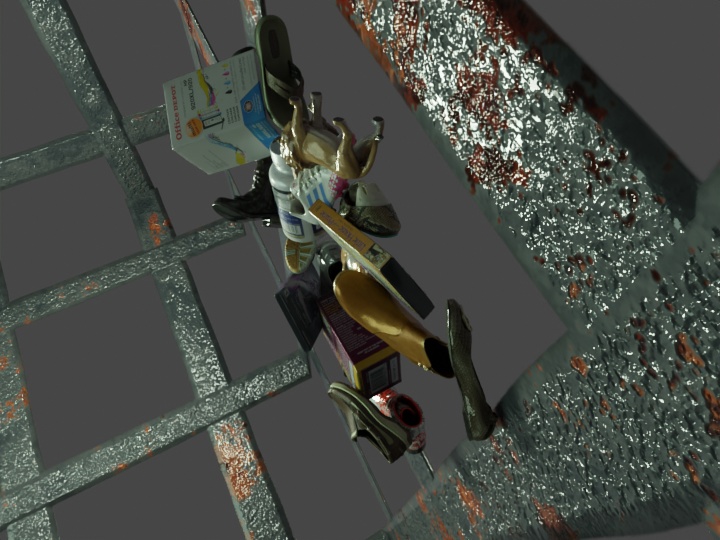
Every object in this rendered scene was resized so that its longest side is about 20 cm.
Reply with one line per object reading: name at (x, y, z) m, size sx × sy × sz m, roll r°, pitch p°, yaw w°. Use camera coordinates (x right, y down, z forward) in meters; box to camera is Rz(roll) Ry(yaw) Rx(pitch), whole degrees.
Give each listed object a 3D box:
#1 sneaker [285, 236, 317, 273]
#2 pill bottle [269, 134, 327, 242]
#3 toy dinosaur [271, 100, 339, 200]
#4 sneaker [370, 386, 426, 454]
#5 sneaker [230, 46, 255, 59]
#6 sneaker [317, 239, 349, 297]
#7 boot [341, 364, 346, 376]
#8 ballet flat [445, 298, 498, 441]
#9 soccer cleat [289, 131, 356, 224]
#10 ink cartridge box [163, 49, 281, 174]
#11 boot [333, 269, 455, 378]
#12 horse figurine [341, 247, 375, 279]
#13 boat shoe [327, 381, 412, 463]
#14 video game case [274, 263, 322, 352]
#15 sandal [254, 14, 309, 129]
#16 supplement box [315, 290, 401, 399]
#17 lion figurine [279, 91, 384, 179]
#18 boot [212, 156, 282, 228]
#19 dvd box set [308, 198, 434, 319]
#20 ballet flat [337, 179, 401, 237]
sneaker at (-0.120, -0.074, 1.223) m, size 0.088 × 0.074 × 0.203 m, roll 67°, pitch -158°, yaw -58°
pill bottle at (-0.120, -0.166, 1.077) m, size 0.111 × 0.109 × 0.202 m, roll 53°, pitch 160°, yaw 42°
toy dinosaur at (-0.072, -0.197, 0.916) m, size 0.136 × 0.086 × 0.199 m, roll 47°, pitch 146°, yaw -12°
sneaker at (0.072, 0.276, 1.132) m, size 0.202 × 0.066 × 0.109 m, roll 50°, pitch 157°, yaw 40°
sneaker at (-0.221, -0.397, 1.201) m, size 0.117 × 0.074 × 0.200 m, roll 60°, pitch 174°, yaw 10°
sneaker at (-0.055, 0.036, 1.199) m, size 0.082 × 0.073 × 0.203 m, roll -125°, pitch 19°, yaw -56°
boot at (-0.033, 0.163, 1.366) m, size 0.132 × 0.069 × 0.203 m, roll -122°, pitch 28°, yaw -42°
ballet flat at (0.145, 0.131, 0.706) m, size 0.067 × 0.045 × 0.204 m, roll -54°, pitch -48°, yaw -71°
soccer cleat at (-0.066, -0.144, 0.867) m, size 0.201 × 0.085 × 0.071 m, roll 119°, pitch 158°, yaw -51°
ink cartridge box at (-0.260, -0.305, 1.068) m, size 0.145 × 0.196 × 0.150 m, roll 36°, pitch -139°, yaw -73°
boot at (0.057, 0.078, 0.802) m, size 0.201 × 0.071 × 0.144 m, roll 43°, pitch 170°, yaw -25°
horse figurine at (0.000, 0.000, 0.995) m, size 0.200 × 0.049 × 0.135 m, roll -125°, pitch 30°, yaw -59°
boat shoe at (0.003, 0.299, 1.061) m, size 0.201 × 0.075 × 0.075 m, roll 30°, pitch 150°, yaw 28°
video game case at (-0.120, 0.067, 1.200) m, size 0.145 × 0.019 × 0.201 m, roll 64°, pitch -158°, yaw -18°
sandal at (-0.137, -0.340, 0.955) m, size 0.057 × 0.079 × 0.204 m, roll 24°, pitch 137°, yaw 49°
supplement box at (-0.003, 0.146, 1.131) m, size 0.201 × 0.102 × 0.132 m, roll 56°, pitch 164°, yaw 36°
lion figurine at (-0.044, -0.172, 0.759) m, size 0.199 × 0.072 × 0.124 m, roll 36°, pitch 139°, yaw 32°
boot at (-0.219, -0.189, 1.154) m, size 0.069 × 0.198 × 0.178 m, roll -3°, pitch 81°, yaw 47°
dvd box set at (0.014, -0.019, 0.809) m, size 0.200 × 0.029 × 0.146 m, roll 41°, pitch 177°, yaw 46°
ballet flat at (0.006, -0.100, 0.829) m, size 0.200 × 0.066 × 0.077 m, roll -147°, pitch 53°, yaw -69°
